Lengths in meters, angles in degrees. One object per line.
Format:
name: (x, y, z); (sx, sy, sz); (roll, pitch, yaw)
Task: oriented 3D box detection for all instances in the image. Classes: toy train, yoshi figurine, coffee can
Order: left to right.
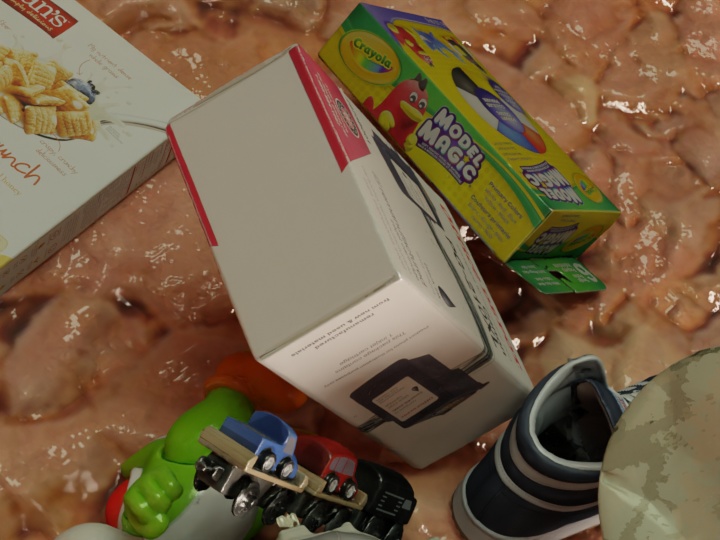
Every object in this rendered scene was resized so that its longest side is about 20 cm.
yoshi figurine: (-0.082, 0.131, 0.882); (0.112, 0.112, 0.200); (42, 55, 5)
toy train: (-0.021, 0.102, 0.880); (0.034, 0.200, 0.046); (29, 90, 29)
coffee can: (0.219, 0.115, 0.913); (0.147, 0.146, 0.200); (54, 18, 21)

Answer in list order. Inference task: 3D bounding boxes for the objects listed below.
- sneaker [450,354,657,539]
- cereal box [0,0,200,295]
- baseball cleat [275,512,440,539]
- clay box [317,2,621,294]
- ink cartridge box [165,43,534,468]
sneaker: (0.148, 0.083, 0.993); (0.199, 0.109, 0.070); (-20, 64, -30)
cereal box: (-0.203, -0.076, 1.031); (0.144, 0.040, 0.200); (38, 52, 10)
baseball cleat: (0.007, 0.173, 0.862); (0.200, 0.070, 0.107); (9, 51, -51)
clay box: (0.074, -0.071, 1.089); (0.200, 0.048, 0.115); (48, 21, 18)
ink cartridge box: (0.000, 0.000, 0.942); (0.084, 0.200, 0.145); (-30, 60, 11)
